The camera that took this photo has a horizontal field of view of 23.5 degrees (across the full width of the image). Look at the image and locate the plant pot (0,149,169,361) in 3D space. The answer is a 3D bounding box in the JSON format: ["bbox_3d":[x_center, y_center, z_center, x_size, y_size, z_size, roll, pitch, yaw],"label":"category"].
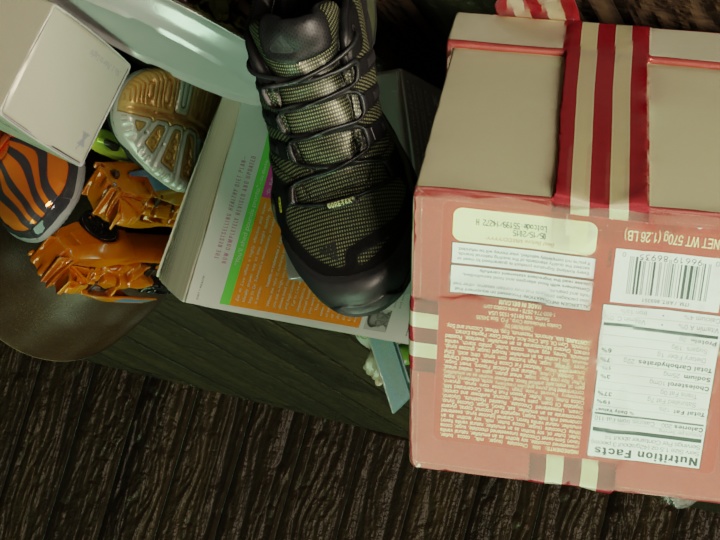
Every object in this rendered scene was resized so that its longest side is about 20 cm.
[{"bbox_3d":[-0.207,-0.038,1.407,0.186,0.189,0.199,22,155,-29],"label":"plant pot"}]

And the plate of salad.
[{"bbox_3d":[-0.108,-0.146,0.982,0.199,0.048,0.200,26,176,2],"label":"plate of salad"}]

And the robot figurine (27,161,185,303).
[{"bbox_3d":[-0.134,-0.024,1.257,0.199,0.145,0.058,4,-134,-48],"label":"robot figurine"}]

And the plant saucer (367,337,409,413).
[{"bbox_3d":[0.000,0.000,1.231,0.019,0.202,0.070,-19,-178,4],"label":"plant saucer"}]

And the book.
[{"bbox_3d":[-0.018,-0.031,1.128,0.199,0.135,0.048,13,-167,-34],"label":"book"}]

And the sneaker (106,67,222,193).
[{"bbox_3d":[-0.120,-0.092,1.144,0.087,0.076,0.200,16,-178,27],"label":"sneaker"}]

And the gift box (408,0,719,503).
[{"bbox_3d":[0.120,-0.027,0.819,0.183,0.187,0.201,9,125,5],"label":"gift box"}]

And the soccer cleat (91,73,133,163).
[{"bbox_3d":[-0.180,-0.110,1.234,0.083,0.065,0.200,15,170,31],"label":"soccer cleat"}]

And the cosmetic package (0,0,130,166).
[{"bbox_3d":[-0.250,-0.142,1.037,0.199,0.074,0.104,24,174,22],"label":"cosmetic package"}]

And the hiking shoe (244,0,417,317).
[{"bbox_3d":[-0.024,-0.077,0.820,0.075,0.202,0.101,-17,158,14],"label":"hiking shoe"}]

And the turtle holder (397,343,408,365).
[{"bbox_3d":[0.111,0.030,1.314,0.131,0.142,0.186,11,167,17],"label":"turtle holder"}]

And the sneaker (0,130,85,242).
[{"bbox_3d":[-0.260,-0.101,1.177,0.112,0.078,0.200,38,-170,-41],"label":"sneaker"}]

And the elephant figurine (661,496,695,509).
[{"bbox_3d":[0.249,0.074,1.166,0.154,0.202,0.141,20,168,-24],"label":"elephant figurine"}]

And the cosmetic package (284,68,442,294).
[{"bbox_3d":[0.024,-0.045,1.004,0.089,0.108,0.200,-9,176,22],"label":"cosmetic package"}]

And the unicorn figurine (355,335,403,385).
[{"bbox_3d":[0.013,-0.011,1.323,0.073,0.202,0.137,-16,174,18],"label":"unicorn figurine"}]
